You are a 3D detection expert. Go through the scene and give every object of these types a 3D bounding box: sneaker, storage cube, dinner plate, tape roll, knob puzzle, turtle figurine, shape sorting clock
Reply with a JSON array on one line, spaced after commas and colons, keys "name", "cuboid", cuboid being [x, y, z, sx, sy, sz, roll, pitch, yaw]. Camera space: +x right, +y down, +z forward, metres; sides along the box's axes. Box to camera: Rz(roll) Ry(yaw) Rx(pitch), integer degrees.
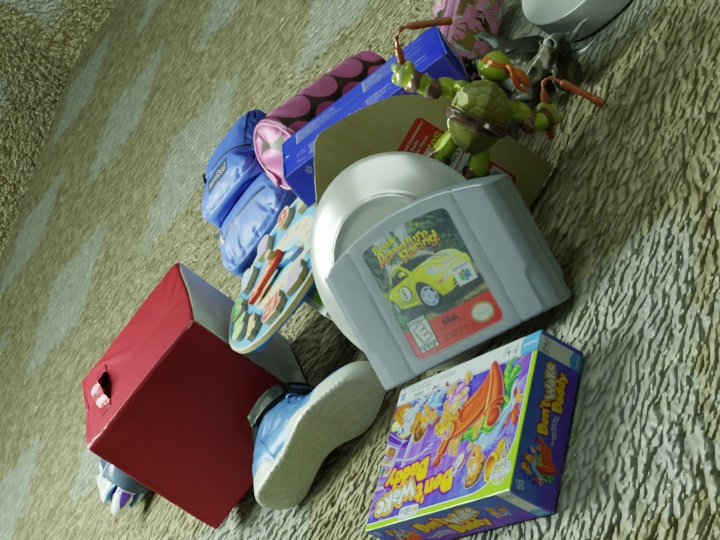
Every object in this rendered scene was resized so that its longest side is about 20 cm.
[{"name": "sneaker", "cuboid": [-0.050, 0.135, 1.409, 0.201, 0.076, 0.112, -56, 31, 31]}, {"name": "storage cube", "cuboid": [-0.178, 0.134, 1.547, 0.180, 0.199, 0.171, -51, 23, 9]}, {"name": "dinner plate", "cuboid": [0.037, -0.003, 1.249, 0.200, 0.200, 0.024, -47, -8, 31]}, {"name": "sneaker", "cuboid": [-0.270, 0.239, 1.786, 0.199, 0.080, 0.148, -13, 61, 58]}, {"name": "tape roll", "cuboid": [0.232, -0.317, 1.374, 0.203, 0.037, 0.204, -48, 26, 32]}, {"name": "knob puzzle", "cuboid": [0.046, -0.072, 1.299, 0.221, 0.218, 0.030, -59, 1, 7]}, {"name": "turtle figurine", "cuboid": [0.107, -0.122, 1.240, 0.064, 0.198, 0.163, -114, 42, -71]}, {"name": "shape sorting clock", "cuboid": [-0.077, -0.009, 1.415, 0.200, 0.039, 0.201, -47, 27, 31]}]

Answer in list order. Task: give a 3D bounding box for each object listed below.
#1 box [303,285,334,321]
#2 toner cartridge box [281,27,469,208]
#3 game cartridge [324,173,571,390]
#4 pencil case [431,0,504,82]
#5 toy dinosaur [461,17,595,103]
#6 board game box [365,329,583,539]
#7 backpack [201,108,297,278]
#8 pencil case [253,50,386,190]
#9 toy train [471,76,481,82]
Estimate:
[{"name": "box", "cuboid": [0.000, 0.000, 1.426, 0.113, 0.101, 0.200, -61, 22, 1]}, {"name": "toner cartridge box", "cuboid": [0.012, -0.152, 1.390, 0.199, 0.043, 0.095, -36, 22, 13]}, {"name": "game cartridge", "cuboid": [0.066, 0.006, 1.203, 0.199, 0.134, 0.041, -30, -4, 32]}, {"name": "pencil case", "cuboid": [0.098, -0.219, 1.485, 0.083, 0.086, 0.202, -37, 35, 57]}, {"name": "toy dinosaur", "cuboid": [0.156, -0.193, 1.356, 0.200, 0.101, 0.078, -118, 14, -77]}, {"name": "board game box", "cuboid": [0.089, 0.141, 1.142, 0.200, 0.045, 0.136, -30, 38, 53]}, {"name": "backpack", "cuboid": [-0.099, -0.073, 1.648, 0.163, 0.166, 0.201, -54, 24, 35]}, {"name": "pencil case", "cuboid": [-0.035, -0.160, 1.547, 0.200, 0.091, 0.094, -37, -12, -43]}, {"name": "toy train", "cuboid": [0.116, -0.144, 1.382, 0.045, 0.034, 0.201, -7, 38, 31]}]
